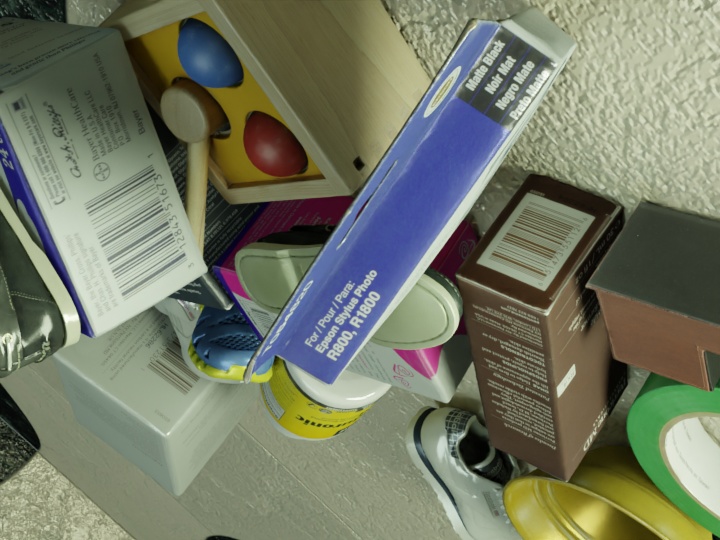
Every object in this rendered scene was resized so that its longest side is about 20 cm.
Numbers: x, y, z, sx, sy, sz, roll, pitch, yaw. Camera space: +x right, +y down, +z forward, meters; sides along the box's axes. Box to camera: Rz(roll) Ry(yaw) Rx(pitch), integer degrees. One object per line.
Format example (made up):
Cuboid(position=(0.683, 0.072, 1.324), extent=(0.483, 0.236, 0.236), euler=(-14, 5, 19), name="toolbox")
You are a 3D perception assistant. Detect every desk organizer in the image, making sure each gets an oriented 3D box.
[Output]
Cuboid(position=(0.239, 0.033, 0.647), extent=(0.198, 0.072, 0.077), euler=(19, 150, 37), name="desk organizer")

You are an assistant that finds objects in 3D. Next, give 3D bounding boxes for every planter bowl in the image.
Cuboid(position=(0.221, 0.204, 0.921), extent=(0.199, 0.084, 0.201), euler=(31, 154, 17), name="planter bowl")

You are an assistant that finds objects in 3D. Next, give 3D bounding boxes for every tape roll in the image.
Cuboid(position=(0.281, 0.129, 0.766), extent=(0.199, 0.048, 0.201), euler=(32, 153, 18), name="tape roll")

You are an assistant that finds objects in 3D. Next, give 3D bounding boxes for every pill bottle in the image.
Cuboid(position=(-0.036, 0.097, 1.068), extent=(0.111, 0.112, 0.200), euler=(39, 155, 1), name="pill bottle")

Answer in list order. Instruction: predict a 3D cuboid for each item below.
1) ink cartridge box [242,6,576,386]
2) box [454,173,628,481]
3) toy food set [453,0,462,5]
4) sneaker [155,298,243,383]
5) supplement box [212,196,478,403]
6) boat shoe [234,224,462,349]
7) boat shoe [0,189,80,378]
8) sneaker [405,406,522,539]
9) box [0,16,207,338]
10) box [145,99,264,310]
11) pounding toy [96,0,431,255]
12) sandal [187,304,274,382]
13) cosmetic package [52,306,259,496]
Cuboid(position=(0.034, -0.038, 0.573), extent=(0.040, 0.200, 0.201), euler=(36, 111, 4), name="ink cartridge box")
Cuboid(position=(0.130, 0.045, 0.775), extent=(0.074, 0.100, 0.201), euler=(24, 150, 29), name="box")
Cuboid(position=(0.000, -0.236, 0.552), extent=(0.199, 0.061, 0.144), euler=(39, 154, 1), name="toy food set")
Cuboid(position=(-0.168, 0.036, 1.158), extent=(0.200, 0.074, 0.100), euler=(44, 153, 28), name="sneaker")
Cuboid(position=(-0.002, 0.014, 0.890), extent=(0.198, 0.104, 0.102), euler=(16, 148, 38), name="supplement box")
Cuboid(position=(0.000, 0.002, 0.770), extent=(0.198, 0.066, 0.075), euler=(4, 121, 46), name="boat shoe")
Cuboid(position=(-0.260, -0.026, 0.728), extent=(0.201, 0.067, 0.072), euler=(57, 149, 3), name="boat shoe")
Cuboid(position=(0.125, 0.211, 1.083), extent=(0.080, 0.077, 0.200), euler=(-13, 125, 47), name="sneaker")
Cuboid(position=(-0.227, -0.073, 0.804), extent=(0.199, 0.104, 0.186), euler=(18, 133, 48), name="box")
Cuboid(position=(-0.172, -0.079, 0.970), extent=(0.148, 0.107, 0.201), euler=(9, 141, 52), name="box")
Cuboid(position=(-0.080, -0.113, 0.759), extent=(0.199, 0.143, 0.185), euler=(0, 134, 53), name="pounding toy")
Cuboid(position=(-0.114, 0.032, 1.032), extent=(0.078, 0.088, 0.201), euler=(9, -156, -16), name="sandal")
Cuboid(position=(-0.225, 0.119, 1.290), extent=(0.165, 0.168, 0.201), euler=(32, 153, 13), name="cosmetic package")
